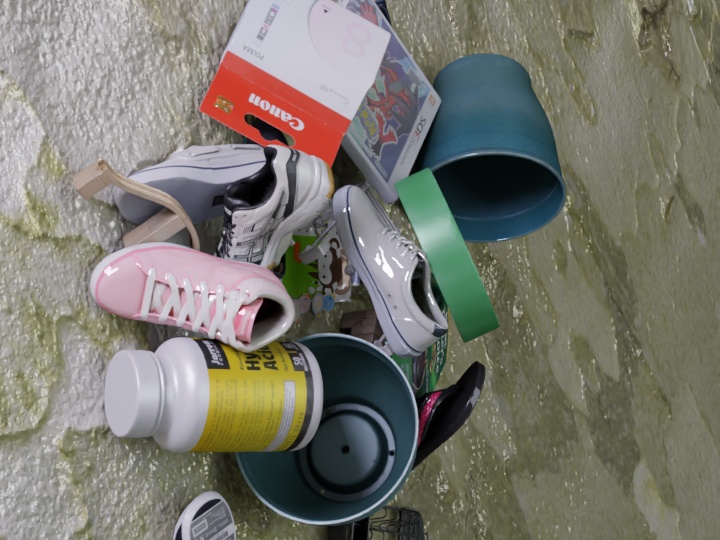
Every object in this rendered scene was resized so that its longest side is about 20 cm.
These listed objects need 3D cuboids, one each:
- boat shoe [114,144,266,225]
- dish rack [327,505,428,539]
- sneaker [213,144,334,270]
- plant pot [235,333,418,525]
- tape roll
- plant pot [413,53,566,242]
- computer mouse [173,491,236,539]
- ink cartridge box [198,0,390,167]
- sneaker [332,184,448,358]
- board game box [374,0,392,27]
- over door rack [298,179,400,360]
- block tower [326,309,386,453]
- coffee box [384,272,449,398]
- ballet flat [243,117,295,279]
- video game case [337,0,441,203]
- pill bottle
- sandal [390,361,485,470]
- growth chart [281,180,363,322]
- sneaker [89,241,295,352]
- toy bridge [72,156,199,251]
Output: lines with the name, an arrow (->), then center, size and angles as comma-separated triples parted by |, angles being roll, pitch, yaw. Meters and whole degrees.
boat shoe -> -0.169, -0.093, 1.384 | 0.198, 0.074, 0.066 | -6, 47, -41
dish rack -> 0.030, 0.349, 1.614 | 0.199, 0.054, 0.155 | 22, 70, -49
sneaker -> -0.117, -0.050, 1.379 | 0.087, 0.200, 0.076 | 24, 24, -37
plant pot -> -0.026, 0.185, 1.465 | 0.134, 0.198, 0.203 | 62, 35, -68
tape roll -> 0.099, -0.018, 1.555 | 0.200, 0.048, 0.202 | -24, 91, -88
plant pot -> 0.162, -0.170, 1.754 | 0.200, 0.198, 0.190 | 37, 43, -45
computer mouse -> -0.153, 0.317, 1.381 | 0.109, 0.043, 0.203 | -27, 114, -47
ink cartridge box -> -0.067, -0.220, 1.472 | 0.161, 0.057, 0.201 | 28, 49, -11
sneaker -> 0.038, -0.008, 1.460 | 0.073, 0.070, 0.202 | -14, 77, -61
board game box -> -0.018, -0.241, 1.631 | 0.200, 0.034, 0.137 | -33, 112, -51
over door rack -> 0.000, 0.000, 1.536 | 0.148, 0.066, 0.200 | 54, 29, -12
block tower -> -0.003, 0.142, 1.594 | 0.054, 0.057, 0.202 | 36, 56, -46
coffee box -> 0.070, 0.097, 1.637 | 0.200, 0.043, 0.124 | -58, 151, -62
ballet flat -> -0.096, -0.077, 1.476 | 0.073, 0.072, 0.203 | 25, 66, -50
video game case -> 0.015, -0.213, 1.611 | 0.200, 0.023, 0.183 | 51, 46, -31
pill bottle -> -0.145, 0.123, 1.325 | 0.198, 0.111, 0.113 | 4, 83, -34
sandal -> 0.067, 0.177, 1.525 | 0.045, 0.200, 0.075 | 39, 15, -13
growth chart -> -0.045, -0.021, 1.585 | 0.199, 0.018, 0.147 | -16, 98, -52
sneaker -> -0.153, 0.027, 1.297 | 0.198, 0.105, 0.076 | 6, 108, -28
toy bridge -> -0.201, -0.040, 1.320 | 0.201, 0.067, 0.027 | 56, 2, -39
